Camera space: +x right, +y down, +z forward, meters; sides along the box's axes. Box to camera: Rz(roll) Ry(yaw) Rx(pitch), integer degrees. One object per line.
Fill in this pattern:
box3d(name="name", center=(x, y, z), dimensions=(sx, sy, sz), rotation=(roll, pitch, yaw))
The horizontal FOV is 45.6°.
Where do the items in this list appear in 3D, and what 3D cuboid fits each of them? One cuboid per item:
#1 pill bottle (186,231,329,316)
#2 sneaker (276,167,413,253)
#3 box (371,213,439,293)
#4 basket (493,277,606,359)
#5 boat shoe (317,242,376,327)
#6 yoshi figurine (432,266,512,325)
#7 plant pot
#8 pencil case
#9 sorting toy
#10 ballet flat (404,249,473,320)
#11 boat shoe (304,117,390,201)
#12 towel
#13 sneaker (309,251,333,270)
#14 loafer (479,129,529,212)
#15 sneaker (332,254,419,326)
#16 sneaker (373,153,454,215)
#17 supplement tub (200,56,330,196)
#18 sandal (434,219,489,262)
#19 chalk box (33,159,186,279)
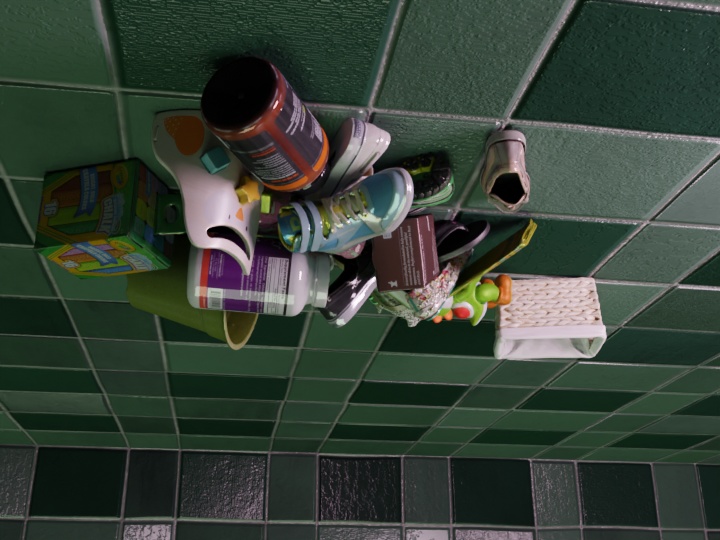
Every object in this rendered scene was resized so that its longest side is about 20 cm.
box3d(name="pill bottle", center=(-0.147, 0.007, 1.246), dimensions=(0.199, 0.113, 0.113), rotation=(5, 157, -6))
box3d(name="sneaker", center=(-0.031, -0.072, 1.119), dimensions=(0.130, 0.080, 0.200), rotation=(-5, 159, -43))
box3d(name="box", center=(0.068, -0.030, 1.262), dimensions=(0.075, 0.100, 0.200), rotation=(-5, -175, 13))
box3d(name="basket", center=(0.355, 0.092, 1.639), dimensions=(0.199, 0.124, 0.136), rotation=(-1, 157, 4))
box3d(name="boat shoe", center=(0.000, 0.000, 1.368), dimensions=(0.057, 0.200, 0.069), rotation=(46, 152, -21))
box3d(name="yoshi figurine", center=(0.168, 0.026, 1.549), dimensions=(0.200, 0.112, 0.113), rotation=(-3, 123, -26))
box3d(name="plant pot", center=(-0.275, 0.015, 1.412), dimensions=(0.189, 0.201, 0.200), rotation=(10, 159, 11))
box3d(name="pencil case", center=(-0.084, -0.072, 1.303), dimensions=(0.200, 0.087, 0.083), rotation=(12, 111, -28))
box3d(name="sorting toy", center=(-0.176, -0.093, 1.125), dimensions=(0.107, 0.181, 0.200), rotation=(-12, 155, 26))
box3d(name="ballet flat", center=(0.130, 0.003, 1.408), dimensions=(0.064, 0.200, 0.076), rotation=(45, 131, -7))
box3d(name="boat shoe", center=(-0.018, -0.136, 1.176), dimensions=(0.070, 0.071, 0.200), rotation=(12, 148, -20))
box3d(name="towel", center=(0.201, -0.011, 1.403), dimensions=(0.200, 0.086, 0.018), rotation=(-38, 96, 34))
box3d(name="sneaker", center=(-0.077, -0.013, 1.395), dimensions=(0.081, 0.075, 0.200), rotation=(-2, -167, -18))
box3d(name="loafer", center=(0.205, -0.122, 1.209), dimensions=(0.072, 0.063, 0.200), rotation=(-5, 156, 9))
box3d(name="sneaker", center=(0.032, 0.035, 1.466), dimensions=(0.200, 0.077, 0.089), rotation=(32, 125, 4))
box3d(name="sneaker", center=(0.042, -0.102, 1.236), dimensions=(0.199, 0.078, 0.085), rotation=(-9, 156, 19))
box3d(name="supplement tub", center=(-0.105, -0.165, 1.052), dimensions=(0.107, 0.107, 0.200), rotation=(-8, 155, 18))
box3d(name="sandal", center=(0.110, -0.043, 1.383), dimensions=(0.200, 0.075, 0.048), rotation=(-20, 117, 19))
box3d(name="chalk box", center=(-0.347, -0.074, 1.244), dimensions=(0.199, 0.125, 0.124), rotation=(-8, 156, 15))
